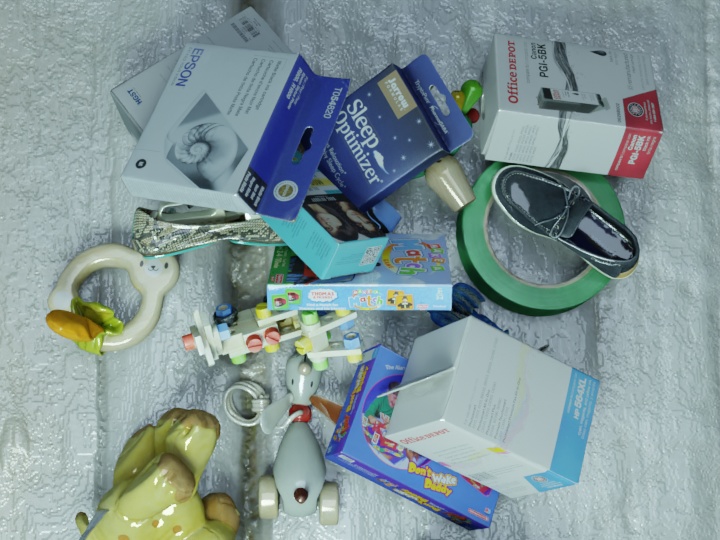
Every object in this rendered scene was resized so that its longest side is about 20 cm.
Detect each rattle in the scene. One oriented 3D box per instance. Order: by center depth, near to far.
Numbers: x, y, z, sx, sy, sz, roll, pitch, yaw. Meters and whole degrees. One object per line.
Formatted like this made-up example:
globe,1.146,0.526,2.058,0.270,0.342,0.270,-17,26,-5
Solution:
rattle,-0.264,-0.003,1.398,0.200,0.143,0.130,-37,66,-6

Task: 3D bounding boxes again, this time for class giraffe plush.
giraffe plush,-0.193,0.270,1.348,0.162,0.172,0.200,44,65,-18

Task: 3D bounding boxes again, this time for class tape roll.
tape roll,0.218,-0.046,1.502,0.200,0.048,0.201,1,78,-6

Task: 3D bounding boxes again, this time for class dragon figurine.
dragon figurine,0.119,0.056,1.424,0.059,0.200,0.099,-48,124,-11

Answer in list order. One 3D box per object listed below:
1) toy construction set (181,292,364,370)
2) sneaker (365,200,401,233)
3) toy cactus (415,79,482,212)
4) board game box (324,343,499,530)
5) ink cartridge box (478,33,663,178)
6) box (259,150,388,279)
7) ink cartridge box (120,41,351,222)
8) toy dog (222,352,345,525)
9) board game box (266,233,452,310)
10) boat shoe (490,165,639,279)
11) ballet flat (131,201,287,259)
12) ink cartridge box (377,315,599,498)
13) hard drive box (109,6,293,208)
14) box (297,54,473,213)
toy construction set,-0.105,0.071,1.396,0.200,0.131,0.092,-4,116,-17
sneaker,-0.054,-0.077,1.472,0.200,0.070,0.078,25,79,6
toy cactus,0.074,-0.141,1.473,0.200,0.102,0.165,-31,84,-19
board game box,0.073,0.189,1.396,0.200,0.045,0.135,30,64,-17
ink cartridge box,0.249,-0.199,1.493,0.200,0.083,0.147,6,50,-5
box,-0.066,-0.074,1.360,0.082,0.049,0.200,-9,45,-47
ink cartridge box,-0.133,-0.155,1.346,0.200,0.041,0.200,10,61,19
toy dog,-0.070,0.194,1.394,0.132,0.096,0.200,-18,81,-10
board game box,0.000,0.000,1.401,0.200,0.151,0.037,1,113,0
boat shoe,0.244,-0.062,1.452,0.200,0.062,0.075,35,79,4
ballet flat,-0.158,-0.059,1.399,0.200,0.068,0.075,-5,110,-11
ink cartridge box,0.132,0.145,1.338,0.200,0.129,0.125,28,64,-18
hard drive box,-0.164,-0.193,1.450,0.200,0.077,0.156,-33,60,-12
box,0.016,-0.145,1.396,0.200,0.032,0.121,-34,72,17
